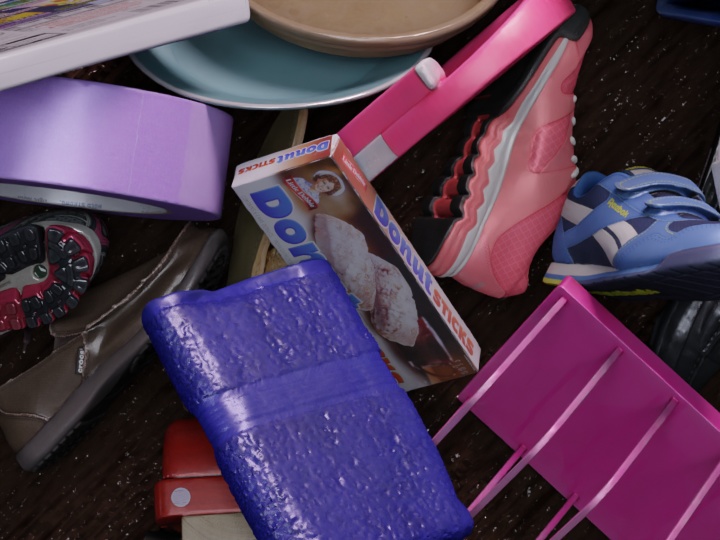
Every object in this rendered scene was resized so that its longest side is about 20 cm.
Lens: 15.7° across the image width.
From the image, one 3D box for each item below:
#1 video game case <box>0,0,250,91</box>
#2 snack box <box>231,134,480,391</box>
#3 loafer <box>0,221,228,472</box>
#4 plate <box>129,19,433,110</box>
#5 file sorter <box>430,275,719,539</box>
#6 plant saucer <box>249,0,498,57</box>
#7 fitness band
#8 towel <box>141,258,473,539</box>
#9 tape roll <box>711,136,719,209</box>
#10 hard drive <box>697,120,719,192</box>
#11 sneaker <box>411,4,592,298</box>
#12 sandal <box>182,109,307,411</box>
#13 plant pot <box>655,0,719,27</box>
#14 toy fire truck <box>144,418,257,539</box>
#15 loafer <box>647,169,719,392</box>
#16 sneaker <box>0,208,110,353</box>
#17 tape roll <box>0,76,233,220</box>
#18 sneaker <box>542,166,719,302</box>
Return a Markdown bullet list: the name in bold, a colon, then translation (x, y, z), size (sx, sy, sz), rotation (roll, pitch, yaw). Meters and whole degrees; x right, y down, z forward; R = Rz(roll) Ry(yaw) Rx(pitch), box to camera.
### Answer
- **video game case**: translation (-0.197, -0.139, 1.550), size (0.199, 0.182, 0.023), rotation (-22, 110, -42)
- **snack box**: translation (0.000, 0.000, 1.622), size (0.072, 0.024, 0.200), rotation (-16, 130, 25)
- **loafer**: translation (-0.165, 0.038, 1.662), size (0.071, 0.073, 0.200), rotation (44, 94, 6)
- **plate**: translation (-0.051, -0.145, 1.641), size (0.199, 0.201, 0.026), rotation (0, 125, 1)
- **file sorter**: translation (0.140, 0.138, 1.602), size (0.200, 0.139, 0.125), rotation (42, 46, 3)
- **plant saucer**: translation (-0.002, -0.198, 1.649), size (0.199, 0.030, 0.201), rotation (3, 44, -3)
- **fitness band**: translation (0.050, -0.113, 1.611), size (0.037, 0.144, 0.200), rotation (52, 133, -1)
- **towel**: translation (-0.034, 0.093, 1.533), size (0.147, 0.050, 0.201), rotation (-13, 65, -40)
- **tape roll**: translation (0.314, -0.057, 1.611), size (0.202, 0.037, 0.204), rotation (4, 80, -22)
- **hard drive**: translation (0.324, -0.057, 1.685), size (0.199, 0.038, 0.140), rotation (20, 87, 1)
- **sneaker**: translation (0.108, -0.074, 1.684), size (0.087, 0.074, 0.201), rotation (30, 83, -22)
- **sandal**: translation (-0.048, -0.001, 1.680), size (0.069, 0.078, 0.213), rotation (19, 93, -18)
- **plant pot**: translation (0.223, -0.258, 1.610), size (0.179, 0.200, 0.201), rotation (31, 84, -25)
- **toy fire truck**: translation (-0.065, 0.118, 1.621), size (0.128, 0.176, 0.201), rotation (-4, 72, 2)
- **loafer**: translation (0.226, 0.027, 1.647), size (0.070, 0.068, 0.202), rotation (21, 105, 11)
- **sneaker**: translation (-0.247, 0.020, 1.667), size (0.199, 0.075, 0.081), rotation (-19, 103, 19)
- **tape roll**: translation (-0.181, -0.076, 1.611), size (0.199, 0.200, 0.066), rotation (8, 86, 1)
- **sneaker**: translation (0.180, -0.025, 1.589), size (0.074, 0.200, 0.083), rotation (15, 83, -30)
